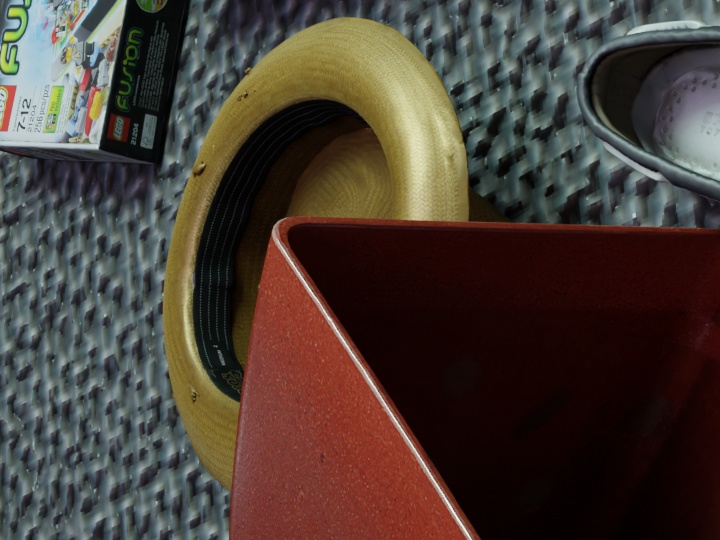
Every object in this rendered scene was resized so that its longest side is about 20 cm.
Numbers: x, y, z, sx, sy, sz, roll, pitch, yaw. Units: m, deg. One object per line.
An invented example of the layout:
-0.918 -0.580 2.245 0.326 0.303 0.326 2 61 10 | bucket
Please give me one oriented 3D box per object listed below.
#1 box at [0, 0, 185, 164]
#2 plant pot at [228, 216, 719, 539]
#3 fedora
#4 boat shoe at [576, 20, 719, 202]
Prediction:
-0.122 -0.152 1.258 0.110 0.035 0.201 4 83 51 | box
0.066 0.114 0.849 0.200 0.199 0.177 57 135 42 | plant pot
0.000 0.000 1.032 0.200 0.082 0.202 -21 64 52 | fedora
0.153 -0.046 0.877 0.200 0.060 0.074 23 96 51 | boat shoe
